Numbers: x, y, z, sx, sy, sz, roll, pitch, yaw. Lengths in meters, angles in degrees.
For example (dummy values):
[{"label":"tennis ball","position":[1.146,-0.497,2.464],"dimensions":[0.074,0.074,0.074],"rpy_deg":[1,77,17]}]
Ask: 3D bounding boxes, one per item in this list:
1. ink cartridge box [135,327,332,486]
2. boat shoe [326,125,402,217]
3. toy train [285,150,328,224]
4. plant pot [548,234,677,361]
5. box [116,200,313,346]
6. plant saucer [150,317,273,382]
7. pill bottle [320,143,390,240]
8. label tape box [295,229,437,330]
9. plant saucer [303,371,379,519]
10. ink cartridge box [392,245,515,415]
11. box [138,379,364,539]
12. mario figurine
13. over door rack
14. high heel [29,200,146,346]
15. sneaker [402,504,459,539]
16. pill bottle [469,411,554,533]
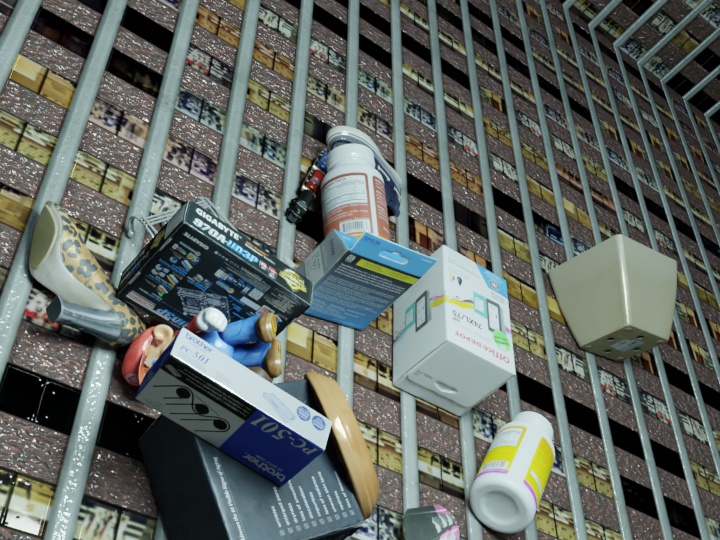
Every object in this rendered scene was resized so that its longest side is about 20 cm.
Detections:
[{"label":"ink cartridge box","position":[-0.138,0.153,0.994],"dimensions":[0.198,0.094,0.045],"rpy_deg":[35,38,-15]},{"label":"boat shoe","position":[0.011,-0.169,1.625],"dimensions":[0.199,0.074,0.094],"rpy_deg":[37,39,-38]},{"label":"toy train","position":[-0.083,-0.151,1.560],"dimensions":[0.034,0.046,0.201],"rpy_deg":[37,38,-13]},{"label":"plant pot","position":[0.531,0.071,1.870],"dimensions":[0.197,0.199,0.180],"rpy_deg":[20,55,-32]},{"label":"box","position":[-0.181,0.023,1.138],"dimensions":[0.199,0.159,0.046],"rpy_deg":[34,34,-25]},{"label":"plant saucer","position":[-0.192,0.090,1.245],"dimensions":[0.198,0.037,0.203],"rpy_deg":[26,41,-25]},{"label":"pill bottle","position":[-0.010,-0.104,1.513],"dimensions":[0.111,0.112,0.204],"rpy_deg":[15,57,-35]},{"label":"label tape box","position":[0.000,0.000,1.379],"dimensions":[0.141,0.200,0.067],"rpy_deg":[18,43,-33]},{"label":"plant saucer","position":[-0.022,0.223,1.178],"dimensions":[0.037,0.201,0.203],"rpy_deg":[-20,67,-11]},{"label":"ink cartridge box","position":[0.149,0.100,1.484],"dimensions":[0.145,0.146,0.203],"rpy_deg":[27,42,-24]},{"label":"box","position":[-0.132,0.253,1.085],"dimensions":[0.194,0.124,0.203],"rpy_deg":[1,56,-45]},{"label":"mario figurine","position":[-0.197,0.115,1.111],"dimensions":[0.106,0.196,0.126],"rpy_deg":[58,22,-83]},{"label":"over door rack","position":[-0.215,-0.021,1.280],"dimensions":[0.199,0.067,0.147],"rpy_deg":[36,33,20]},{"label":"high heel","position":[-0.346,0.006,1.158],"dimensions":[0.142,0.071,0.202],"rpy_deg":[28,33,-48]},{"label":"sneaker","position":[0.099,0.410,1.225],"dimensions":[0.079,0.088,0.201],"rpy_deg":[2,31,-10]},{"label":"pill bottle","position":[0.248,0.311,1.430],"dimensions":[0.104,0.104,0.200],"rpy_deg":[45,37,-2]}]
